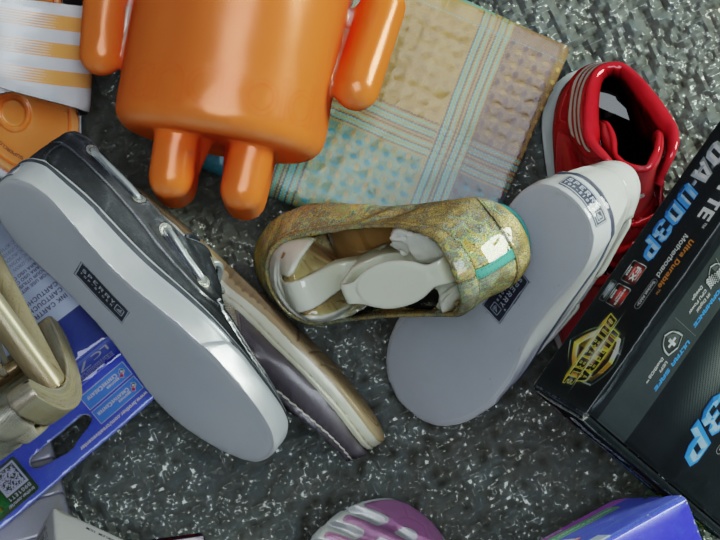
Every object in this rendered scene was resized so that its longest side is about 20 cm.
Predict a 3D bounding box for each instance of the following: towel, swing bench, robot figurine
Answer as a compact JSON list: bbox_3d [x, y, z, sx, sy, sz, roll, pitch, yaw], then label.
[{"bbox_3d":[-0.003,-0.099,1.613,0.200,0.022,0.147,23,85,1],"label":"towel"},{"bbox_3d":[-0.268,0.048,1.485,0.199,0.130,0.200,-34,79,8],"label":"swing bench"},{"bbox_3d":[-0.063,-0.130,1.547,0.144,0.117,0.200,5,83,39],"label":"robot figurine"}]

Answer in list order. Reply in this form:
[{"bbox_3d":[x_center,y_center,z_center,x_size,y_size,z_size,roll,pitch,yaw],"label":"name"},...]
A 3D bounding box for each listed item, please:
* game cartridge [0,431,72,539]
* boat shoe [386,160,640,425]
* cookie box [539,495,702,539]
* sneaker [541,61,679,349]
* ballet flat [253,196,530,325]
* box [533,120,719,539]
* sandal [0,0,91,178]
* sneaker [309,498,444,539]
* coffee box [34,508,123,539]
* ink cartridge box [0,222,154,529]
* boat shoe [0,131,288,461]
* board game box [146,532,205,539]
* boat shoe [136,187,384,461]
[{"bbox_3d":[-0.254,0.146,1.562,0.200,0.038,0.130,-14,64,-7],"label":"game cartridge"},{"bbox_3d":[0.083,0.009,1.556,0.072,0.200,0.066,46,44,15],"label":"boat shoe"},{"bbox_3d":[0.126,0.242,1.532,0.171,0.075,0.200,-24,97,-29],"label":"cookie box"},{"bbox_3d":[0.137,-0.017,1.572,0.078,0.116,0.200,-12,86,-3],"label":"sneaker"},{"bbox_3d":[0.000,0.000,1.530,0.071,0.200,0.071,7,81,-45],"label":"ballet flat"},{"bbox_3d":[0.201,0.026,1.562,0.200,0.046,0.159,-54,133,-5],"label":"box"},{"bbox_3d":[-0.183,-0.150,1.580,0.079,0.059,0.207,-2,86,-30],"label":"sandal"},{"bbox_3d":[-0.023,0.213,1.571,0.080,0.088,0.200,31,63,0],"label":"sneaker"},{"bbox_3d":[-0.157,0.241,1.517,0.114,0.080,0.200,26,104,-17],"label":"coffee box"},{"bbox_3d":[-0.214,0.027,1.565,0.119,0.042,0.200,-40,75,-4],"label":"ink cartridge box"},{"bbox_3d":[-0.101,0.010,1.524,0.200,0.072,0.068,45,54,3],"label":"boat shoe"},{"bbox_3d":[-0.176,0.214,1.586,0.200,0.032,0.120,-8,91,-4],"label":"board game box"},{"bbox_3d":[-0.074,0.038,1.583,0.200,0.072,0.065,43,90,4],"label":"boat shoe"}]
